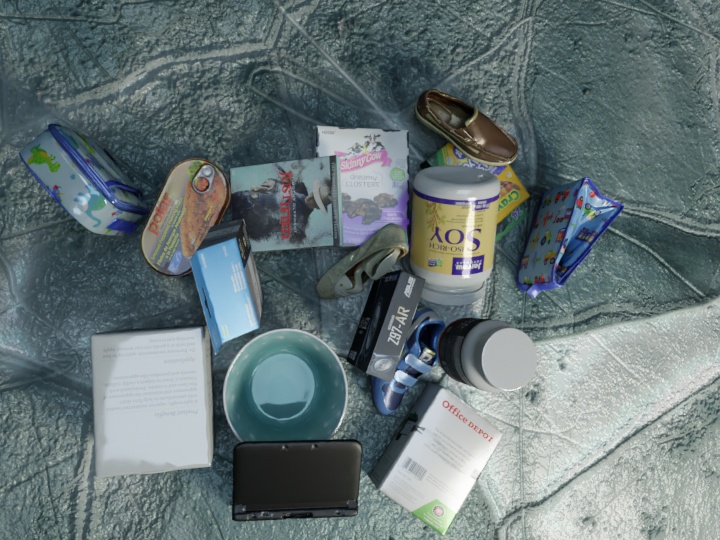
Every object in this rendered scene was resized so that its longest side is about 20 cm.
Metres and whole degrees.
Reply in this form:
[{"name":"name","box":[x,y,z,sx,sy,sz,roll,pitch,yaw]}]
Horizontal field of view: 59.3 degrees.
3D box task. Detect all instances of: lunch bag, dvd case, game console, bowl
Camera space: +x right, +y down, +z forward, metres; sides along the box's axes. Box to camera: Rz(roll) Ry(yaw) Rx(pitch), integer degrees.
[{"name":"lunch bag","box":[0.344,-0.045,1.115,0.093,0.150,0.202,33,82,-7]},{"name":"dvd case","box":[-0.125,-0.108,1.051,0.195,0.022,0.150,-3,88,17]},{"name":"lunch bag","box":[-0.403,-0.128,0.953,0.082,0.200,0.162,-40,93,-3]},{"name":"game console","box":[-0.104,0.332,1.010,0.195,0.176,0.119,2,75,-10]},{"name":"bowl","box":[-0.124,0.196,1.038,0.195,0.105,0.206,1,86,-10]}]

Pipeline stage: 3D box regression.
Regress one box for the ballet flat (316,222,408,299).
[{"name":"ballet flat","box":[0.000,0.000,1.045,0.067,0.063,0.199,24,125,-41]}]

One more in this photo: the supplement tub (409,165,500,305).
[{"name":"supplement tub","box":[0.154,-0.060,1.058,0.142,0.146,0.205,-3,112,-11]}]

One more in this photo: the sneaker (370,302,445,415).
[{"name":"sneaker","box":[0.081,0.154,1.082,0.073,0.081,0.204,26,84,-43]}]

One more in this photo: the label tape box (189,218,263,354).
[{"name":"label tape box","box":[-0.197,0.018,0.966,0.062,0.200,0.148,-12,107,-2]}]

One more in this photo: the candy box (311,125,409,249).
[{"name":"candy box","box":[-0.002,-0.139,1.094,0.163,0.071,0.206,0,88,-10]}]

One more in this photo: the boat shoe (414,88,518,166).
[{"name":"boat shoe","box":[0.185,-0.245,1.083,0.199,0.075,0.076,25,80,-3]}]

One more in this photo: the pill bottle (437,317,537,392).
[{"name":"pill bottle","box":[0.209,0.140,1.055,0.113,0.200,0.119,1,87,-11]}]

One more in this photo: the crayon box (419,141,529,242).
[{"name":"crayon box","box":[0.216,-0.150,1.147,0.125,0.052,0.202,-37,95,-10]}]

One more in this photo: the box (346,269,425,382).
[{"name":"box","box":[0.037,0.086,1.026,0.043,0.200,0.164,20,85,-8]}]

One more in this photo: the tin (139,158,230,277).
[{"name":"tin","box":[-0.291,-0.087,1.055,0.110,0.042,0.204,26,83,-13]}]

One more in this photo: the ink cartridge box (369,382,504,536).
[{"name":"ink cartridge box","box":[0.131,0.319,1.090,0.145,0.084,0.202,36,81,-7]}]

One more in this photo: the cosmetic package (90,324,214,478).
[{"name":"cosmetic package","box":[-0.310,0.190,0.972,0.160,0.165,0.206,-2,87,-10]}]
